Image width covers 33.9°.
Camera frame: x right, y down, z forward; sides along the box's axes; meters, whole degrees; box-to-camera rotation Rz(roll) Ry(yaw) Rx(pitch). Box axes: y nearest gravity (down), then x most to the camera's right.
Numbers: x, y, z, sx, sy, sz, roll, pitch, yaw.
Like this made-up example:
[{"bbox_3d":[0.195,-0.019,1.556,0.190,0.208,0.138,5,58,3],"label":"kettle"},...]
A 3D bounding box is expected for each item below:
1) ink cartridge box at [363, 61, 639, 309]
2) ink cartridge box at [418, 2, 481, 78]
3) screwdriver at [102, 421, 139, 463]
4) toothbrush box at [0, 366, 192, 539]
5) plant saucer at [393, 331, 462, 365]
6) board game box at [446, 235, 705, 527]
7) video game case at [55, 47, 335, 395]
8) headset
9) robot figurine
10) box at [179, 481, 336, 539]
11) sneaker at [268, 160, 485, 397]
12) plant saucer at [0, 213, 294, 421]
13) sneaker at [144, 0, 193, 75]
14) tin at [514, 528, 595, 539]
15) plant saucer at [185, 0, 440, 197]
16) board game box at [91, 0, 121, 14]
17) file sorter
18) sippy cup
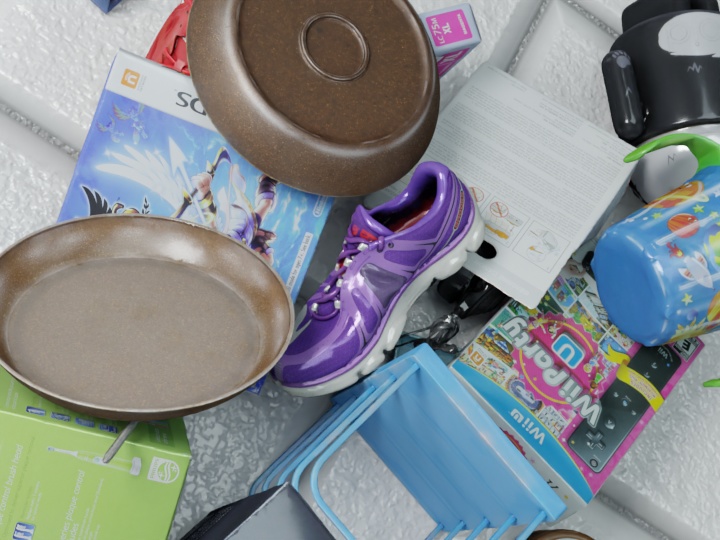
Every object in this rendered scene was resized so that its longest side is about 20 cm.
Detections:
[{"bbox_3d":[0.117,-0.064,0.961,0.161,0.050,0.200,32,59,12],"label":"ink cartridge box"},{"bbox_3d":[-0.015,-0.154,0.937,0.198,0.119,0.042,-16,83,-24],"label":"ink cartridge box"},{"bbox_3d":[-0.128,0.078,0.751,0.029,0.200,0.028,-21,102,7],"label":"screwdriver"},{"bbox_3d":[-0.218,0.112,0.758,0.198,0.146,0.087,18,95,-16],"label":"toothbrush box"},{"bbox_3d":[0.114,0.109,0.964,0.198,0.019,0.071,16,69,-15],"label":"plant saucer"},{"bbox_3d":[0.166,0.079,0.948,0.148,0.064,0.200,45,57,4],"label":"board game box"},{"bbox_3d":[-0.123,-0.032,0.854,0.180,0.045,0.202,20,97,-12],"label":"video game case"},{"bbox_3d":[0.073,-0.011,0.939,0.123,0.094,0.201,26,54,-7],"label":"headset"},{"bbox_3d":[0.285,-0.149,1.049,0.149,0.125,0.202,-6,75,3],"label":"robot figurine"},{"bbox_3d":[-0.052,0.256,0.757,0.117,0.200,0.197,-39,91,-25],"label":"box"},{"bbox_3d":[0.000,0.000,0.842,0.200,0.080,0.084,-49,136,-12],"label":"sneaker"},{"bbox_3d":[-0.142,0.031,0.751,0.198,0.032,0.201,7,36,-5],"label":"plant saucer"},{"bbox_3d":[-0.146,-0.140,0.886,0.078,0.116,0.202,20,67,-12],"label":"sneaker"},{"bbox_3d":[0.192,0.283,0.931,0.199,0.042,0.112,34,61,-8],"label":"tin"},{"bbox_3d":[-0.024,-0.152,0.837,0.198,0.034,0.202,9,69,-23],"label":"plant saucer"},{"bbox_3d":[-0.232,-0.323,0.954,0.200,0.035,0.136,43,65,-4],"label":"board game box"},{"bbox_3d":[0.017,0.157,0.815,0.123,0.200,0.139,-41,91,-22],"label":"file sorter"},{"bbox_3d":[0.258,-0.006,0.925,0.129,0.140,0.178,-20,55,-20],"label":"sippy cup"}]
